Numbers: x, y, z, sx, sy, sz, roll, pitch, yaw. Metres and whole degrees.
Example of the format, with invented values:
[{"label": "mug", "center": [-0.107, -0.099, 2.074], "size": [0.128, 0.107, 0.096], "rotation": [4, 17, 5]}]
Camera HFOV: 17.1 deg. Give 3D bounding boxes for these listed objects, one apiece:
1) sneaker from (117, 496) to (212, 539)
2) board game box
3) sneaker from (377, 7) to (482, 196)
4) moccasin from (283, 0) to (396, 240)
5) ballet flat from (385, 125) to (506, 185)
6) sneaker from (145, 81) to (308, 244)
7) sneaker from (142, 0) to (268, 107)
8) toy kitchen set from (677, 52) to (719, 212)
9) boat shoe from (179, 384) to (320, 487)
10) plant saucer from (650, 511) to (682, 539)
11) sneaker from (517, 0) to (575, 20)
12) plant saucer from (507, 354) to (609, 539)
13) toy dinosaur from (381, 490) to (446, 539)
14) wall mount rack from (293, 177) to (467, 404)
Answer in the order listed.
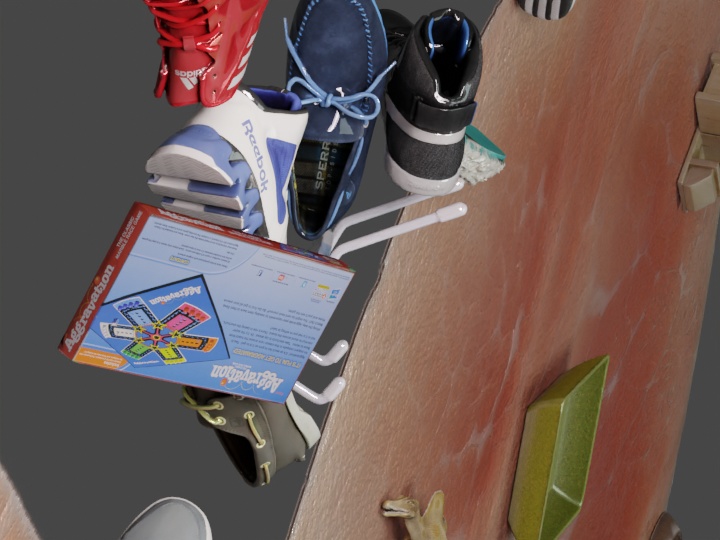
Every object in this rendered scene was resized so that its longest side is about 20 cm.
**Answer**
[{"label": "sneaker", "center": [-0.154, 0.209, 1.510], "size": [0.121, 0.083, 0.200], "rotation": [94, 19, -58]}, {"label": "board game box", "center": [-0.092, 0.024, 1.489], "size": [0.200, 0.019, 0.103], "rotation": [16, 105, -51]}, {"label": "sneaker", "center": [0.048, -0.155, 1.716], "size": [0.200, 0.073, 0.112], "rotation": [-106, -154, -48]}, {"label": "moccasin", "center": [-0.017, -0.108, 1.673], "size": [0.068, 0.080, 0.200], "rotation": [-76, 169, -53]}, {"label": "ballet flat", "center": [0.064, -0.101, 1.993], "size": [0.200, 0.072, 0.072], "rotation": [20, 84, -70]}, {"label": "sneaker", "center": [-0.069, -0.054, 1.559], "size": [0.200, 0.080, 0.115], "rotation": [76, 35, -53]}, {"label": "sneaker", "center": [-0.096, -0.150, 1.412], "size": [0.200, 0.078, 0.116], "rotation": [-8, 110, -70]}, {"label": "toy kitchen set", "center": [0.531, -0.151, 3.180], "size": [0.200, 0.180, 0.163], "rotation": [70, 39, -54]}, {"label": "boat shoe", "center": [-0.086, 0.086, 1.633], "size": [0.060, 0.072, 0.202], "rotation": [-48, 147, -12]}, {"label": "plant saucer", "center": [0.461, 0.474, 3.705], "size": [0.200, 0.032, 0.201], "rotation": [15, 90, -73]}, {"label": "sneaker", "center": [0.190, -0.337, 2.180], "size": [0.116, 0.075, 0.200], "rotation": [-61, 168, -53]}, {"label": "plant saucer", "center": [0.219, 0.206, 2.713], "size": [0.200, 0.048, 0.201], "rotation": [-33, 134, -65]}, {"label": "toy dinosaur", "center": [0.064, 0.257, 2.257], "size": [0.200, 0.058, 0.101], "rotation": [32, 72, -72]}, {"label": "wall mount rack", "center": [0.000, 0.000, 1.702], "size": [0.174, 0.074, 0.200], "rotation": [-58, -175, 10]}]
